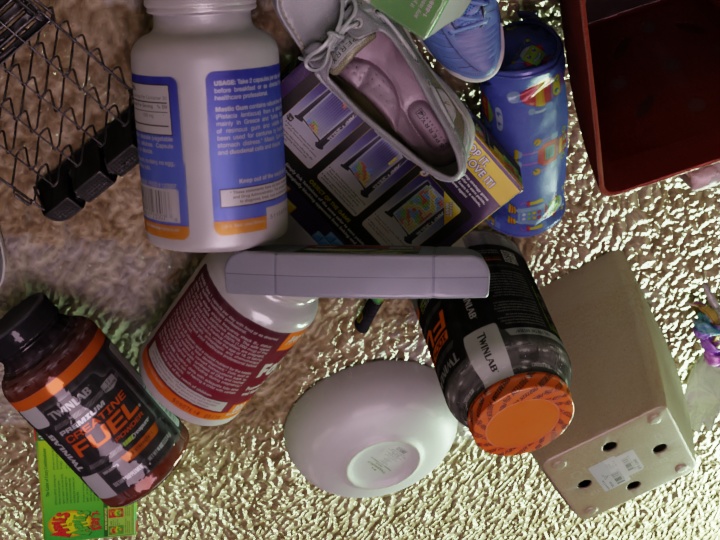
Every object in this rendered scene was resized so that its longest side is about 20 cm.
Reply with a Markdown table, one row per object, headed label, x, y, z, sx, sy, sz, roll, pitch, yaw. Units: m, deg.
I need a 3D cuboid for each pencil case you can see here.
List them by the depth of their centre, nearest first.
| label | x | y | z | sx | sy | sz | roll | pitch | yaw |
| --- | --- | --- | --- | --- | --- | --- | --- | --- | --- |
| pencil case | 0.137 | -0.123 | 1.016 | 0.078 | 0.087 | 0.201 | -37 | 142 | -23 |

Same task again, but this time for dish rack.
| label | x | y | z | sx | sy | sz | roll | pitch | yaw |
| --- | --- | --- | --- | --- | --- | --- | --- | --- | --- |
| dish rack | -0.253 | -0.133 | 0.907 | 0.153 | 0.055 | 0.200 | -36 | 130 | 16 |

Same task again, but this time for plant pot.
| label | x | y | z | sx | sy | sz | roll | pitch | yaw |
| --- | --- | --- | --- | --- | --- | --- | --- | --- | --- |
| plant pot | 0.240 | -0.211 | 0.892 | 0.198 | 0.177 | 0.201 | -18 | 136 | 0 |
| plant pot | 0.245 | 0.137 | 1.229 | 0.199 | 0.178 | 0.200 | -28 | 134 | 10 |

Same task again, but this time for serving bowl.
| label | x | y | z | sx | sy | sz | roll | pitch | yaw |
| --- | --- | --- | --- | --- | --- | --- | --- | --- | --- |
| serving bowl | 0.018 | 0.190 | 1.289 | 0.199 | 0.066 | 0.201 | -9 | 134 | -10 |

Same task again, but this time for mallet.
| label | x | y | z | sx | sy | sz | roll | pitch | yaw |
| --- | --- | --- | --- | --- | --- | --- | --- | --- | --- |
| mallet | 0.036 | 0.001 | 1.112 | 0.041 | 0.066 | 0.201 | 6 | 131 | -20 |

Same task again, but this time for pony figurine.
| label | x | y | z | sx | sy | sz | roll | pitch | yaw |
| --- | --- | --- | --- | --- | --- | --- | --- | --- | --- |
| pony figurine | 0.448 | 0.109 | 1.304 | 0.198 | 0.167 | 0.195 | 0 | 101 | -12 |

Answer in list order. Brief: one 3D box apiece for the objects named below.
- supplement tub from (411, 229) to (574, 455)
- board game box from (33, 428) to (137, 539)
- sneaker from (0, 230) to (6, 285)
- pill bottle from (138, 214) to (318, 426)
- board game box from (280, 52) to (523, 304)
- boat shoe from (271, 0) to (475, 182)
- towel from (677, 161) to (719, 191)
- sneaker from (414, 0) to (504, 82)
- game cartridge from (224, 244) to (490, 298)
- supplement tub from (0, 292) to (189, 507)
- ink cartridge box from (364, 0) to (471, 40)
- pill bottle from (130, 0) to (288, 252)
| label | x | y | z | sx | sy | sz | roll | pitch | yaw |
| --- | --- | --- | --- | --- | --- | --- | --- | --- | --- |
| supplement tub | 0.125 | 0.067 | 1.108 | 0.122 | 0.201 | 0.123 | -8 | 134 | -9 |
| board game box | -0.286 | 0.205 | 1.223 | 0.101 | 0.048 | 0.201 | -3 | 133 | -14 |
| sneaker | -0.335 | -0.023 | 0.937 | 0.083 | 0.121 | 0.201 | -14 | 136 | -3 |
| pill bottle | -0.110 | 0.040 | 1.071 | 0.114 | 0.115 | 0.200 | 19 | 125 | -31 |
| board game box | 0.009 | -0.097 | 0.965 | 0.165 | 0.057 | 0.200 | -38 | 107 | 19 |
| boat shoe | 0.011 | -0.149 | 0.874 | 0.074 | 0.065 | 0.202 | -37 | 106 | 18 |
| towel | 0.354 | -0.132 | 1.003 | 0.199 | 0.191 | 0.032 | -23 | 105 | 7 |
| sneaker | 0.061 | -0.225 | 0.869 | 0.075 | 0.077 | 0.201 | -23 | 122 | 5 |
| game cartridge | 0.000 | 0.000 | 0.907 | 0.198 | 0.133 | 0.041 | 1 | 98 | 4 |
| supplement tub | -0.257 | 0.117 | 1.080 | 0.107 | 0.107 | 0.200 | -33 | 110 | 15 |
| ink cartridge box | 0.006 | -0.270 | 0.757 | 0.200 | 0.087 | 0.146 | 36 | 123 | 7 |
| pill bottle | -0.114 | -0.122 | 0.878 | 0.111 | 0.112 | 0.202 | -5 | 105 | -12 |
